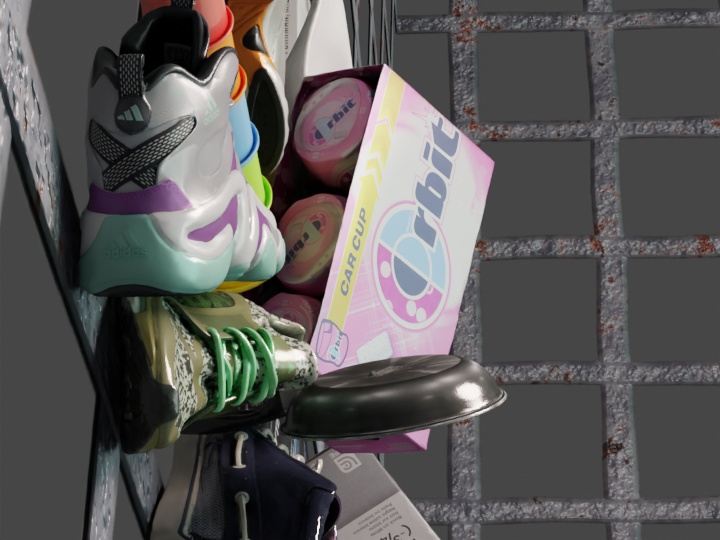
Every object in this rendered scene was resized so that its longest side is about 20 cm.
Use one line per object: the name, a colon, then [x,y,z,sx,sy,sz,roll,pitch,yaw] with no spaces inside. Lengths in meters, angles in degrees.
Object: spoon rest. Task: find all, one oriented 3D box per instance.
spoon rest: [-0.032,-0.135,1.263,0.099,0.060,0.201,25,42,-68]

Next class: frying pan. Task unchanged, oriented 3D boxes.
frying pan: [-0.006,0.063,1.050,0.190,0.115,0.031,2,-77,55]

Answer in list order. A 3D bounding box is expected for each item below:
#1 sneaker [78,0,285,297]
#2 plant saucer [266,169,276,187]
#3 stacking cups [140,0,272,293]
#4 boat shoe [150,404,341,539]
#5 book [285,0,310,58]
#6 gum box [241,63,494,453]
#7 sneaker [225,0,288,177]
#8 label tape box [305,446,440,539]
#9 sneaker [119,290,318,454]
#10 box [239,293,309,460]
sneaker: [-0.077,-0.064,0.922,0.200,0.077,0.141,-46,135,-85]
plant saucer: [-0.029,-0.029,1.319,0.201,0.048,0.200,67,14,7]
stacking cups: [-0.083,-0.076,1.051,0.200,0.060,0.061,80,9,-46]
boat shoe: [-0.054,0.118,1.111,0.200,0.092,0.075,-84,172,-60]
book: [-0.051,-0.122,1.594,0.134,0.048,0.201,79,10,-59]
gum box: [0.000,0.000,1.164,0.113,0.066,0.201,37,58,-42]
sneaker: [-0.072,-0.150,1.159,0.092,0.075,0.201,-120,-144,-82]
label tape box: [0.033,0.216,1.219,0.200,0.063,0.144,50,-18,33]
sneaker: [-0.066,0.040,0.985,0.200,0.088,0.077,-66,155,-80]
box: [-0.065,0.134,1.315,0.200,0.049,0.199,-88,176,-47]
